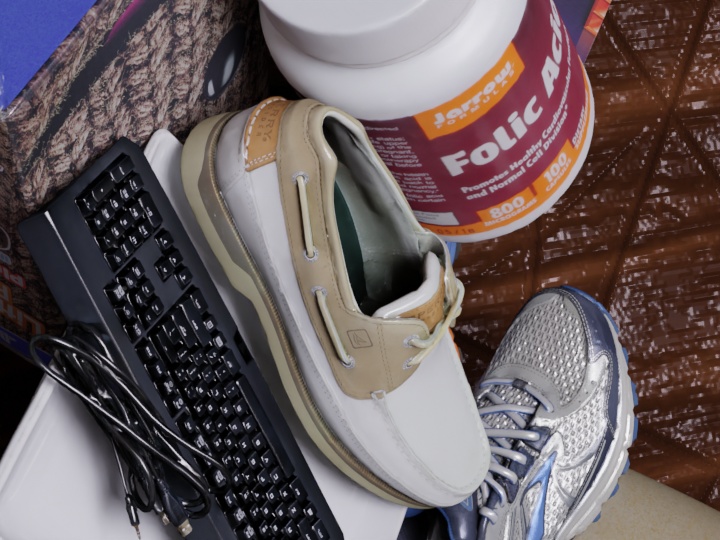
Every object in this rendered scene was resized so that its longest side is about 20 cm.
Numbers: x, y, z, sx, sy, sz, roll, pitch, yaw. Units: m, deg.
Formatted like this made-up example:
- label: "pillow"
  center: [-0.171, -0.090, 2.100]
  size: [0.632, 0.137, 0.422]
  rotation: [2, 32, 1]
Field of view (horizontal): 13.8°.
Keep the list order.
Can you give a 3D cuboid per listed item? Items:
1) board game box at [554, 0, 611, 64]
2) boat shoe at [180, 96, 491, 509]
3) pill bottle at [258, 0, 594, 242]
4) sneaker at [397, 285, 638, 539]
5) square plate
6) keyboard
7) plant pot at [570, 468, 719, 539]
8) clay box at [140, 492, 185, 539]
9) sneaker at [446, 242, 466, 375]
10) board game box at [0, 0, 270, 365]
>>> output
- label: "board game box"
  center: [0.039, -0.189, 1.411]
  size: [0.199, 0.057, 0.166]
  rotation: [33, 68, -24]
- label: "boat shoe"
  center: [0.004, 0.018, 1.217]
  size: [0.200, 0.068, 0.075]
  rotation: [56, 42, -26]
- label: "pill bottle"
  center: [0.024, -0.099, 1.236]
  size: [0.200, 0.113, 0.115]
  rotation: [52, 52, -64]
- label: "sneaker"
  center: [0.058, 0.098, 1.312]
  size: [0.085, 0.077, 0.201]
  rotation: [29, 78, -54]
- label: "square plate"
  center: [-0.060, 0.080, 1.199]
  size: [0.200, 0.028, 0.199]
  rotation: [47, 47, -32]
- label: "keyboard"
  center: [-0.061, 0.052, 1.153]
  size: [0.104, 0.039, 0.201]
  rotation: [-47, 114, -46]
- label: "plant pot"
  center: [0.159, 0.192, 1.389]
  size: [0.200, 0.187, 0.187]
  rotation: [45, 64, -4]
- label: "clay box"
  center: [-0.104, 0.197, 1.189]
  size: [0.114, 0.047, 0.201]
  rotation: [-18, 93, -38]
- label: "sneaker"
  center: [0.000, 0.000, 1.359]
  size: [0.078, 0.075, 0.202]
  rotation: [-3, 85, -28]
- label: "board game box"
  center: [-0.122, -0.082, 1.209]
  size: [0.096, 0.200, 0.160]
  rotation: [29, 65, 17]
